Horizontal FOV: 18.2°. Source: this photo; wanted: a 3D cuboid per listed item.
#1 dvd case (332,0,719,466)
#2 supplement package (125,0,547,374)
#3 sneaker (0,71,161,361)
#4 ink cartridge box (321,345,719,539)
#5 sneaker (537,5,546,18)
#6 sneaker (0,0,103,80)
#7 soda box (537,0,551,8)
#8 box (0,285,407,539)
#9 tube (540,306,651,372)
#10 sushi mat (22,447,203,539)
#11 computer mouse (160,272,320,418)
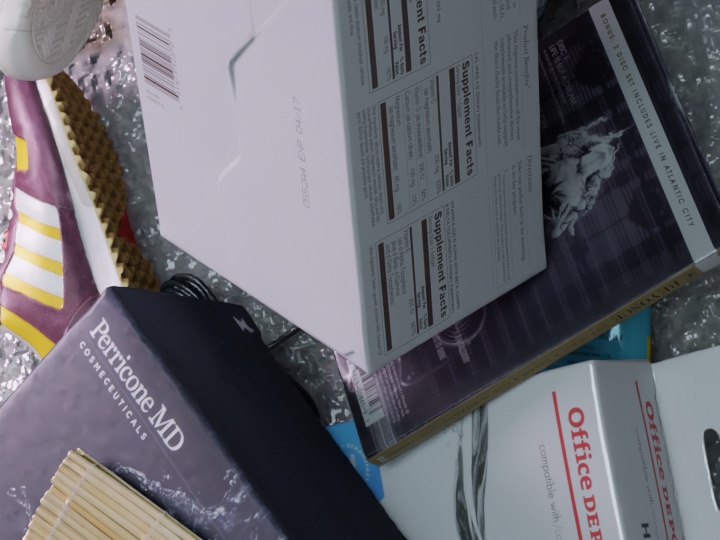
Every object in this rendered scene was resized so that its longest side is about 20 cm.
[{"bbox_3d":[0.065,-0.020,1.035,0.199,0.016,0.149,-33,54,21],"label":"dvd case"},{"bbox_3d":[-0.012,-0.090,0.968,0.155,0.110,0.201,32,139,41],"label":"supplement package"},{"bbox_3d":[-0.163,-0.014,1.161,0.090,0.075,0.201,-23,75,11],"label":"sneaker"},{"bbox_3d":[0.081,0.108,1.037,0.199,0.067,0.117,-17,78,31],"label":"ink cartridge box"},{"bbox_3d":[0.047,-0.109,1.106,0.199,0.078,0.087,-25,91,21],"label":"sneaker"},{"bbox_3d":[-0.190,-0.186,1.173,0.110,0.077,0.201,1,65,18],"label":"sneaker"},{"bbox_3d":[0.113,-0.185,1.027,0.199,0.063,0.071,-31,70,-25],"label":"soda box"},{"bbox_3d":[-0.095,0.147,1.034,0.200,0.117,0.197,-47,64,17],"label":"box"},{"bbox_3d":[0.110,-0.007,1.075,0.077,0.050,0.202,5,90,36],"label":"tube"},{"bbox_3d":[-0.072,0.164,0.943,0.199,0.012,0.096,32,102,29],"label":"sushi mat"},{"bbox_3d":[0.000,0.000,1.115,0.200,0.044,0.110,-36,72,13],"label":"computer mouse"}]
